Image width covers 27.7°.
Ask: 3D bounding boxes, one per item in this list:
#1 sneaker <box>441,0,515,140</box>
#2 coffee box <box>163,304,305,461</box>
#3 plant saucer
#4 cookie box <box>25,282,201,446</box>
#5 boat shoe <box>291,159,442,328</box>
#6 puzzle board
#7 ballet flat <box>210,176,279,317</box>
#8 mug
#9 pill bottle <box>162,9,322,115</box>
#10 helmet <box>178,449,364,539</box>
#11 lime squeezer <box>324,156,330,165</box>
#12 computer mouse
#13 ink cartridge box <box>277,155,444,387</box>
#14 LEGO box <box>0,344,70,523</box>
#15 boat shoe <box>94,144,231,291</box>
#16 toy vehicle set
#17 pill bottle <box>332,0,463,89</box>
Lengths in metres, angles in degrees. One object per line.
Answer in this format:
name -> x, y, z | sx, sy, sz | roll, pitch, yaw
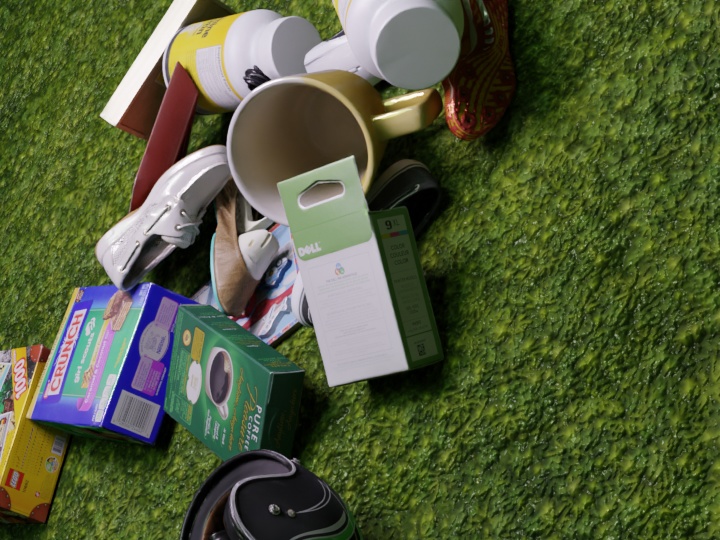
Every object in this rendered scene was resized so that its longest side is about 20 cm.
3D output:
sneaker -> 0.110, -0.204, 1.455 | 0.077, 0.073, 0.201 | -42, 31, 48
coffee box -> -0.131, 0.123, 1.480 | 0.200, 0.044, 0.124 | 27, 112, 51
plant saucer -> -0.234, -0.107, 1.706 | 0.201, 0.036, 0.201 | 112, 173, -50
cookie box -> -0.284, 0.106, 1.665 | 0.199, 0.075, 0.172 | -5, 63, 54
boat shoe -> 0.010, -0.017, 1.437 | 0.200, 0.070, 0.066 | -48, 37, 2
puzzle board -> -0.136, 0.045, 1.597 | 0.200, 0.017, 0.151 | -38, 43, 25
ballet flat -> -0.124, -0.040, 1.589 | 0.072, 0.068, 0.201 | -20, 45, 15
mug -> -0.021, -0.129, 1.457 | 0.153, 0.185, 0.150 | -49, -25, -66
pill bottle -> -0.135, -0.245, 1.709 | 0.199, 0.112, 0.113 | 0, 66, 48
helmet -> -0.084, 0.260, 1.255 | 0.199, 0.190, 0.202 | 3, 98, 23
lime squeezer -> -0.040, -0.100, 1.567 | 0.071, 0.038, 0.200 | -59, 38, 1
computer mouse -> -0.022, -0.219, 1.577 | 0.199, 0.110, 0.044 | -30, 29, 26
ink cartridge box -> 0.000, 0.000, 1.358 | 0.103, 0.059, 0.201 | -16, 89, 42
LEGO box -> -0.424, 0.202, 1.771 | 0.148, 0.077, 0.201 | -11, 58, 44
boat shoe -> -0.202, -0.053, 1.590 | 0.200, 0.071, 0.070 | -43, 60, 19
toy vehicle set -> -0.233, -0.256, 1.824 | 0.026, 0.124, 0.201 | 35, 94, 20
pill bottle -> 0.037, -0.249, 1.400 | 0.112, 0.112, 0.200 | -46, 27, 16
